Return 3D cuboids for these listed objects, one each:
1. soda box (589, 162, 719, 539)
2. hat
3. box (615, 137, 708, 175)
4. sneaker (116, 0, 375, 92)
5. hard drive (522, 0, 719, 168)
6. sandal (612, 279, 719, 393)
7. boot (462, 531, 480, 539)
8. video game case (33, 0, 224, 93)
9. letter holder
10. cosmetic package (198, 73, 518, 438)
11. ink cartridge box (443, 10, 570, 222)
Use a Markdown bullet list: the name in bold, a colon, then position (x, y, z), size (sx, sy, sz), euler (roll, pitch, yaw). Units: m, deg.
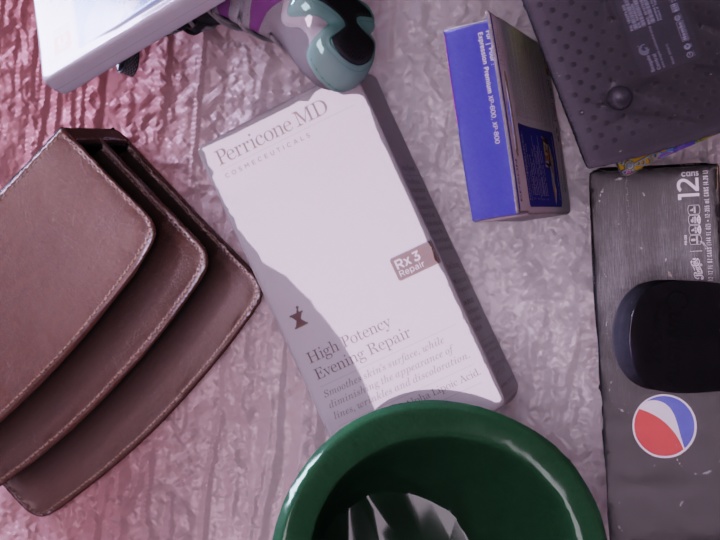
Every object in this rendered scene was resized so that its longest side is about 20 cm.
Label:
- **soda box**: position (0.162, 0.044, 0.988), size (0.071, 0.063, 0.201), euler (-3, 91, 12)
- **hat**: position (0.018, 0.160, 1.010), size (0.199, 0.176, 0.166), euler (13, 79, -6)
- **box**: position (0.178, -0.185, 0.915), size (0.200, 0.122, 0.193), euler (-23, 109, 11)
- **sneaker**: position (-0.080, -0.143, 1.009), size (0.140, 0.078, 0.200), euler (-38, 54, 19)
- **hard drive**: position (0.176, -0.140, 0.846), size (0.200, 0.042, 0.135), euler (-21, 111, 9)
- **sandal**: position (0.226, 0.031, 0.942), size (0.200, 0.043, 0.076), euler (-9, 94, -22)
- **boot**: position (0.046, 0.264, 1.017), size (0.200, 0.073, 0.182), euler (-46, 70, 3)
- **video game case**: position (-0.101, -0.214, 0.987), size (0.200, 0.022, 0.182), euler (-26, 59, 25)
- **letter holder**: position (-0.171, 0.039, 1.037), size (0.142, 0.101, 0.200), euler (46, 100, 4)
- **cosmetic package**: position (0.000, 0.000, 1.014), size (0.102, 0.074, 0.200), euler (-27, 88, 11)
- **ink cartridge box**: position (0.074, -0.073, 0.931), size (0.037, 0.200, 0.095), euler (-9, 90, 11)
